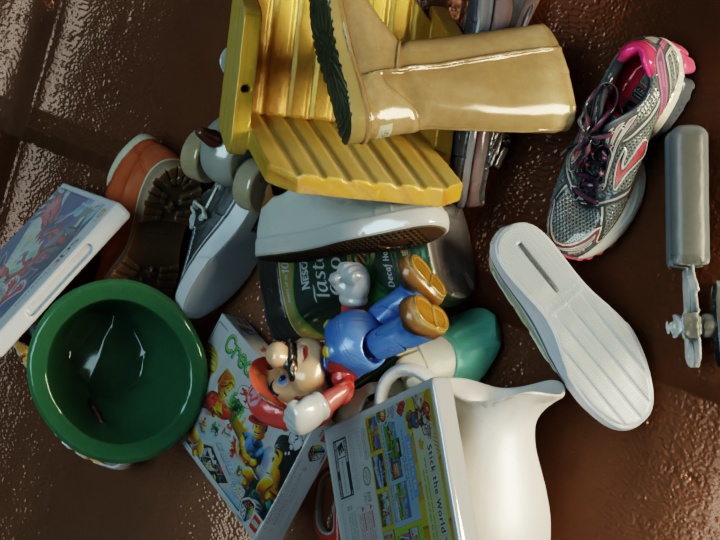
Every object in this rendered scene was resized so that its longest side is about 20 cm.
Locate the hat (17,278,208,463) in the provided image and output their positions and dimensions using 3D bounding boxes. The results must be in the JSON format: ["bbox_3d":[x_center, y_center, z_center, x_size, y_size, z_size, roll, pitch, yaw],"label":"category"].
[{"bbox_3d":[-0.252,0.082,1.843,0.165,0.176,0.201,-39,100,-9],"label":"hat"}]

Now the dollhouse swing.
[{"bbox_3d":[-0.004,-0.157,1.601,0.176,0.198,0.184,-156,72,-74],"label":"dollhouse swing"}]

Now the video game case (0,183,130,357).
[{"bbox_3d":[-0.319,-0.005,1.838,0.182,0.023,0.200,-49,23,-11],"label":"video game case"}]

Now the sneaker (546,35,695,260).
[{"bbox_3d":[0.203,-0.105,1.578,0.080,0.074,0.202,30,104,30],"label":"sneaker"}]

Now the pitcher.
[{"bbox_3d":[0.083,0.185,1.605,0.170,0.121,0.202,10,99,29],"label":"pitcher"}]

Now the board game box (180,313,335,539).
[{"bbox_3d":[-0.102,0.145,1.751,0.200,0.034,0.127,44,112,48],"label":"board game box"}]

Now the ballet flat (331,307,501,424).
[{"bbox_3d":[0.040,0.104,1.675,0.200,0.070,0.068,-41,64,24],"label":"ballet flat"}]

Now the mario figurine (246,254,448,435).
[{"bbox_3d":[-0.026,0.063,1.602,0.199,0.123,0.106,-36,87,24],"label":"mario figurine"}]

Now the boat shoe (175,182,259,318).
[{"bbox_3d":[-0.127,-0.052,1.792,0.068,0.073,0.201,36,104,32],"label":"boat shoe"}]

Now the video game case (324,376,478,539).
[{"bbox_3d":[0.036,0.208,1.566,0.182,0.023,0.202,-31,64,54],"label":"video game case"}]

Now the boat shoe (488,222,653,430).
[{"bbox_3d":[0.178,0.046,1.595,0.072,0.062,0.201,-32,84,-9],"label":"boat shoe"}]

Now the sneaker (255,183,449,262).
[{"bbox_3d":[-0.012,-0.058,1.621,0.199,0.073,0.086,-5,78,36],"label":"sneaker"}]

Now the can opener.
[{"bbox_3d":[0.279,-0.018,1.546,0.066,0.053,0.202,-4,86,-2],"label":"can opener"}]

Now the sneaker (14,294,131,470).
[{"bbox_3d":[-0.277,0.110,1.882,0.077,0.078,0.201,-40,68,15],"label":"sneaker"}]

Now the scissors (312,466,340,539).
[{"bbox_3d":[-0.019,0.283,1.740,0.073,0.014,0.202,7,92,31],"label":"scissors"}]

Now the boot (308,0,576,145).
[{"bbox_3d":[0.065,-0.186,1.574,0.066,0.198,0.177,133,127,-67],"label":"boot"}]

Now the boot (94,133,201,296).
[{"bbox_3d":[-0.225,-0.035,1.866,0.107,0.075,0.201,44,117,47],"label":"boot"}]

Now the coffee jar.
[{"bbox_3d":[0.000,0.000,1.698,0.199,0.085,0.105,-17,77,32],"label":"coffee jar"}]

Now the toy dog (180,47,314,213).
[{"bbox_3d":[-0.097,-0.155,1.720,0.131,0.096,0.202,3,64,22],"label":"toy dog"}]

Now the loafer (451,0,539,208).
[{"bbox_3d":[0.118,-0.152,1.642,0.062,0.072,0.202,5,92,-8],"label":"loafer"}]
